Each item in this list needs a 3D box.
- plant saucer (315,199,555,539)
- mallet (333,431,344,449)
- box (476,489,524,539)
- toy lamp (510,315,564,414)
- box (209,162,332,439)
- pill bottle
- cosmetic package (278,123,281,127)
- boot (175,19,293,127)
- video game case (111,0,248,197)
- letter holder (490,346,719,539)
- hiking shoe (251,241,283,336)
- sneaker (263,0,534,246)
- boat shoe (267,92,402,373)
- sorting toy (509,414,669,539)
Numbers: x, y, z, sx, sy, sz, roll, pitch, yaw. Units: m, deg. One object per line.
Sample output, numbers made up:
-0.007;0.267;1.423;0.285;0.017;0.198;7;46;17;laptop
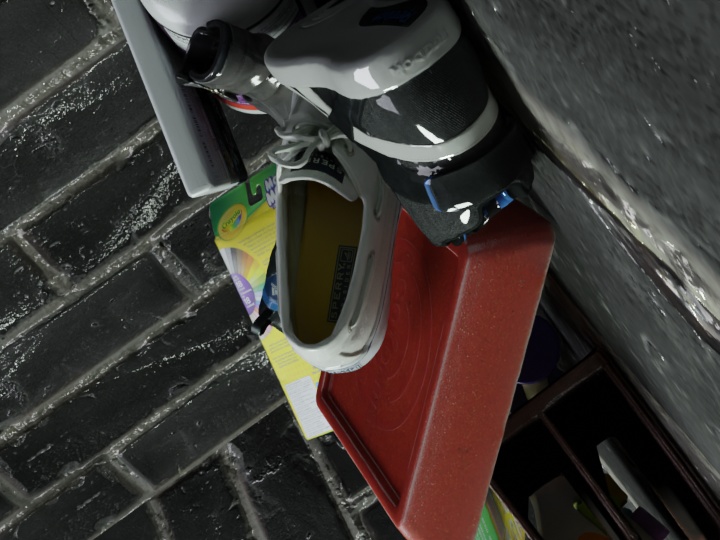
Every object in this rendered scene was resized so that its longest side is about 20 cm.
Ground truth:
0.027;0.038;0.707;0.036;0.202;0.200;6;-162;-23;plant saucer
0.049;0.076;0.962;0.041;0.201;0.066;25;-159;-36;mallet
0.088;0.174;0.978;0.200;0.048;0.119;-23;-89;-79;box
0.137;0.087;0.975;0.058;0.058;0.200;55;180;20;toy lamp
-0.035;0.018;0.950;0.048;0.117;0.202;-27;-88;-48;box
-0.086;-0.192;0.848;0.113;0.112;0.200;55;180;18;pill bottle
0.016;-0.070;1.074;0.201;0.082;0.051;57;-179;24;cosmetic package
-0.056;-0.119;0.805;0.130;0.071;0.200;15;172;-13;boot
-0.138;-0.153;0.913;0.182;0.023;0.202;-65;-46;-83;video game case
0.157;0.157;0.782;0.143;0.100;0.200;54;180;22;letter holder
0.000;0.000;0.870;0.074;0.087;0.199;40;-158;33;hiking shoe
0.018;-0.068;0.579;0.112;0.073;0.200;57;179;-20;sneaker
-0.017;-0.052;0.654;0.086;0.074;0.205;35;-119;-72;boat shoe
0.165;0.192;0.977;0.180;0.107;0.200;50;-179;22;sorting toy
